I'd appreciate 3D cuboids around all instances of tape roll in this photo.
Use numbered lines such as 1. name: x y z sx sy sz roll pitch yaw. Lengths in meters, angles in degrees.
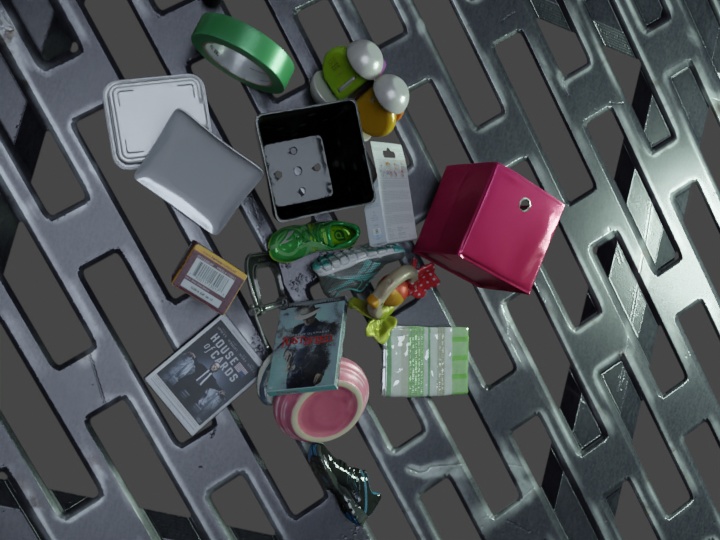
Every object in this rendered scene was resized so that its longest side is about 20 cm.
1. tape roll: -0.223 -0.410 1.625 0.199 0.200 0.049 28 83 -14

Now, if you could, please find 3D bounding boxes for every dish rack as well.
1. dish rack: -0.388 -0.292 1.657 0.197 0.043 0.174 -10 92 -17

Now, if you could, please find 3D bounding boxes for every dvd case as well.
1. dvd case: -0.301 0.203 1.686 0.200 0.025 0.151 -40 101 -13
2. dvd case: -0.101 0.144 1.656 0.144 0.022 0.202 -8 50 19

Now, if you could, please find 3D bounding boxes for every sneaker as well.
1. sneaker: 0.000 0.000 1.764 0.198 0.078 0.092 -15 110 -13
2. sneaker: -0.035 0.421 1.746 0.082 0.073 0.201 -40 108 -24
3. sneaker: -0.091 -0.068 1.715 0.198 0.083 0.075 -14 84 -22
4. sneaker: -0.129 0.183 1.693 0.078 0.086 0.201 42 78 -40

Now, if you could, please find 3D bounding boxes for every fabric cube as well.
1. fabric cube: 0.259 -0.086 1.754 0.195 0.199 0.201 27 82 -24

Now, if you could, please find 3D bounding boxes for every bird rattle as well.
1. bird rattle: 0.075 0.048 1.723 0.199 0.163 0.113 -36 72 -5

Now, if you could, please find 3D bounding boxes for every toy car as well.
1. toy car: 0.012 -0.372 1.732 0.201 0.174 0.150 50 43 -10

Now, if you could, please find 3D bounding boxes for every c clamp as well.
1. c clamp: -0.180 0.047 1.648 0.027 0.200 0.173 -17 95 16

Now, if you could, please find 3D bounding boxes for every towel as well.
1. towel: 0.136 0.192 1.818 0.197 0.031 0.151 1 91 -19

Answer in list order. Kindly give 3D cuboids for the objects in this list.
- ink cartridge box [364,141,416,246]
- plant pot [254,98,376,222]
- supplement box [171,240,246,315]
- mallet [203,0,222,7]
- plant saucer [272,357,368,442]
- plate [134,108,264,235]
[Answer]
1. ink cartridge box: 0.052 -0.154 1.733 0.047 0.160 0.203 -10 91 26
2. plant pot: -0.105 -0.206 1.670 0.197 0.177 0.203 -13 94 -16
3. supplement box: -0.286 0.010 1.599 0.110 0.200 0.086 33 86 -12
4. mallet: -0.225 -0.588 1.697 0.199 0.066 0.041 -35 97 -14
5. plant saucer: -0.072 0.265 1.692 0.198 0.051 0.203 -11 122 -17
6. plate: -0.306 -0.188 1.632 0.199 0.200 0.032 35 36 -13
